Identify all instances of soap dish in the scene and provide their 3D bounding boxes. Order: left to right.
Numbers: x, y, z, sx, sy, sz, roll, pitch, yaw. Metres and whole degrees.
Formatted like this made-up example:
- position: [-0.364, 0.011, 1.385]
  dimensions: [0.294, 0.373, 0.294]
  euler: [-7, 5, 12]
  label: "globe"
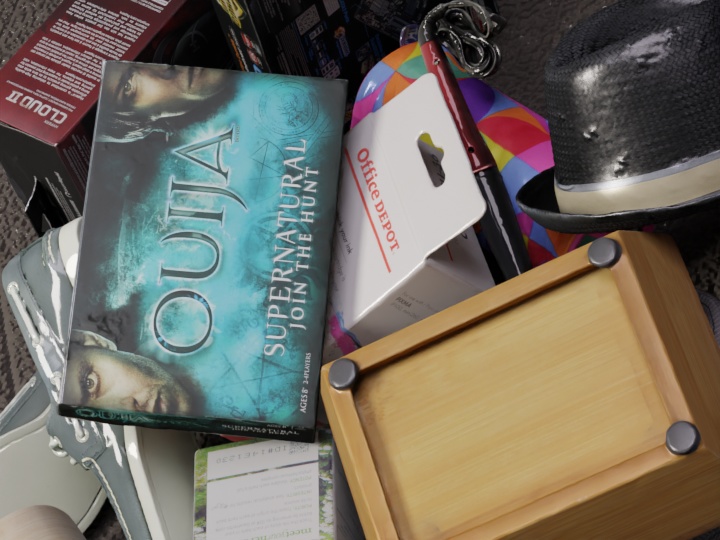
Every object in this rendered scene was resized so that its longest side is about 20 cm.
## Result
- position: [0.083, 0.079, 1.437]
  dimensions: [0.200, 0.081, 0.158]
  euler: [-25, 58, 10]
  label: "soap dish"

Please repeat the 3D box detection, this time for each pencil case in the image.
- position: [0.080, -0.059, 1.649]
  dimensions: [0.088, 0.088, 0.200]
  euler: [-40, 53, -14]
  label: "pencil case"

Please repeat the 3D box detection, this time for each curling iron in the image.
- position: [0.070, -0.061, 1.588]
  dimensions: [0.050, 0.026, 0.201]
  euler: [-27, 64, 33]
  label: "curling iron"

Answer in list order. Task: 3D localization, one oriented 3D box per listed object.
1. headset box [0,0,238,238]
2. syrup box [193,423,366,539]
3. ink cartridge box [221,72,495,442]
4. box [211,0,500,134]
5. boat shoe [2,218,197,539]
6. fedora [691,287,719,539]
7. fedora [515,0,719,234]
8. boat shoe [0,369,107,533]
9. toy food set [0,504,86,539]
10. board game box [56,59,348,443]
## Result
- position: [-0.129, -0.093, 1.703]
  dimensions: [0.077, 0.149, 0.200]
  euler: [23, 63, 33]
  label: "headset box"
- position: [-0.038, 0.185, 1.500]
  dimensions: [0.079, 0.082, 0.200]
  euler: [-12, 51, 12]
  label: "syrup box"
- position: [0.000, 0.000, 1.588]
  dimensions: [0.200, 0.067, 0.117]
  euler: [-40, 46, 23]
  label: "ink cartridge box"
- position: [-0.004, -0.163, 1.681]
  dimensions: [0.159, 0.200, 0.046]
  euler: [-41, 57, -14]
  label: "box"
- position: [-0.139, 0.074, 1.585]
  dimensions: [0.062, 0.073, 0.201]
  euler: [-21, 85, 20]
  label: "boat shoe"
- position: [0.148, 0.076, 1.515]
  dimensions: [0.177, 0.090, 0.200]
  euler: [33, 69, 35]
  label: "fedora"
- position: [0.166, -0.094, 1.505]
  dimensions: [0.200, 0.092, 0.201]
  euler: [-17, 16, 5]
  label: "fedora"
- position: [-0.170, 0.097, 1.641]
  dimensions: [0.200, 0.073, 0.062]
  euler: [-55, 13, -16]
  label: "boat shoe"
- position: [-0.204, 0.232, 1.545]
  dimensions: [0.200, 0.060, 0.144]
  euler: [-34, 62, -7]
  label: "toy food set"
- position: [-0.081, -0.012, 1.542]
  dimensions: [0.135, 0.028, 0.201]
  euler: [5, 67, 0]
  label: "board game box"
